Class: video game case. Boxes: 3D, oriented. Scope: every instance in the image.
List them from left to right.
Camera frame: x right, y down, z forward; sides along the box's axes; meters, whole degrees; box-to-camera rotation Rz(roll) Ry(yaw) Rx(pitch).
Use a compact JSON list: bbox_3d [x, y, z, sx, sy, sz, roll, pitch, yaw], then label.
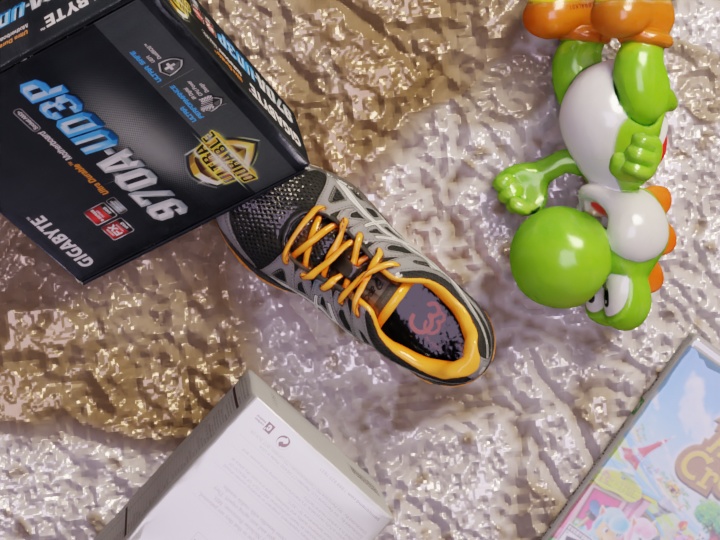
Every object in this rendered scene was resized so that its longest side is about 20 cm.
[{"bbox_3d":[0.230,0.168,1.505,0.200,0.022,0.182,36,91,-8],"label":"video game case"}]

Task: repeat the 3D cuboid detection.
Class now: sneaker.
[{"bbox_3d":[0.000,0.000,1.439,0.200,0.077,0.078,33,94,-6],"label":"sneaker"}]

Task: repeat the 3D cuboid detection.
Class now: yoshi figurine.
[{"bbox_3d":[0.131,-0.061,1.437,0.112,0.112,0.200,-2,98,8],"label":"yoshi figurine"}]

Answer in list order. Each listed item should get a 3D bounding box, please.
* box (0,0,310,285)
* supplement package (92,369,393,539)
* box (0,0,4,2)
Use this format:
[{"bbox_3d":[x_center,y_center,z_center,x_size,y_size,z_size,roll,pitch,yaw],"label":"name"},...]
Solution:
[{"bbox_3d":[-0.141,-0.085,1.353,0.159,0.200,0.046,-26,55,12],"label":"box"},{"bbox_3d":[-0.091,0.173,1.429,0.110,0.114,0.200,42,92,-7],"label":"supplement package"},{"bbox_3d":[-0.204,-0.179,1.379,0.200,0.049,0.160,-15,62,-4],"label":"box"}]
